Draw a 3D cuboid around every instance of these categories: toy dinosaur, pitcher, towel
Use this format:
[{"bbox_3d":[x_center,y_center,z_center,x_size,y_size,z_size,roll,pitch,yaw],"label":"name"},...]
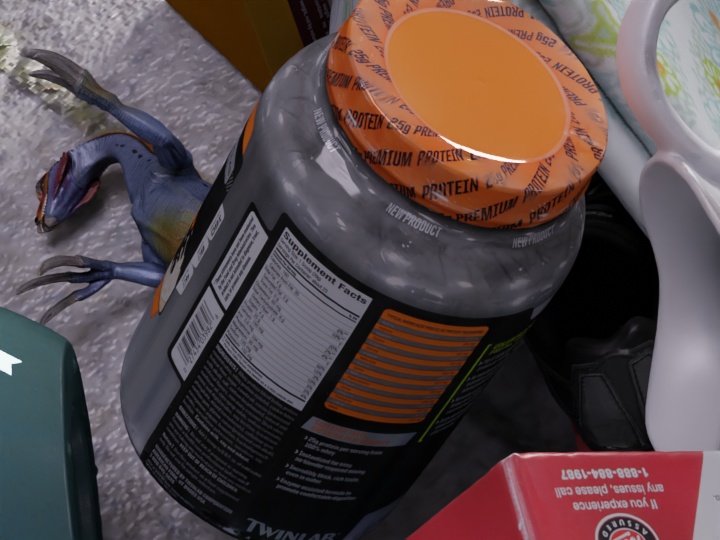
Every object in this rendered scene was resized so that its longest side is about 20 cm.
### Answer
[{"bbox_3d":[-0.080,-0.007,0.951,0.105,0.199,0.182,-58,21,14],"label":"toy dinosaur"},{"bbox_3d":[0.186,-0.030,0.716,0.199,0.173,0.121,-12,8,-11],"label":"pitcher"},{"bbox_3d":[0.115,-0.089,0.826,0.048,0.200,0.171,-34,10,28],"label":"towel"}]

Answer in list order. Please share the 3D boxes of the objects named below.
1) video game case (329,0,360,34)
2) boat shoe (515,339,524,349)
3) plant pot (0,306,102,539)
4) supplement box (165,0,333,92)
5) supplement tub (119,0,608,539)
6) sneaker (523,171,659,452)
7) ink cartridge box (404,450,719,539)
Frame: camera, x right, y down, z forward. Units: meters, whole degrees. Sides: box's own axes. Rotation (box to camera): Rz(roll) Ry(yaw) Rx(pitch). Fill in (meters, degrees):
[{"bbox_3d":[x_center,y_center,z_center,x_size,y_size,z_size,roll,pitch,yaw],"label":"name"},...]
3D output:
[{"bbox_3d":[0.006,-0.136,0.863,0.022,0.201,0.183,7,39,-4],"label":"video game case"},{"bbox_3d":[0.033,-0.029,0.921,0.057,0.067,0.201,-29,38,21],"label":"boat shoe"},{"bbox_3d":[-0.179,0.095,0.796,0.160,0.201,0.201,-7,47,-3],"label":"plant pot"},{"bbox_3d":[-0.012,-0.224,1.010,0.200,0.198,0.133,-34,48,-13],"label":"supplement box"},{"bbox_3d":[0.000,0.000,0.766,0.122,0.200,0.123,17,45,-18],"label":"supplement tub"},{"bbox_3d":[0.095,-0.010,0.849,0.071,0.098,0.201,-20,45,14],"label":"sneaker"},{"bbox_3d":[0.104,0.159,0.627,0.144,0.084,0.201,3,58,-33],"label":"ink cartridge box"}]
